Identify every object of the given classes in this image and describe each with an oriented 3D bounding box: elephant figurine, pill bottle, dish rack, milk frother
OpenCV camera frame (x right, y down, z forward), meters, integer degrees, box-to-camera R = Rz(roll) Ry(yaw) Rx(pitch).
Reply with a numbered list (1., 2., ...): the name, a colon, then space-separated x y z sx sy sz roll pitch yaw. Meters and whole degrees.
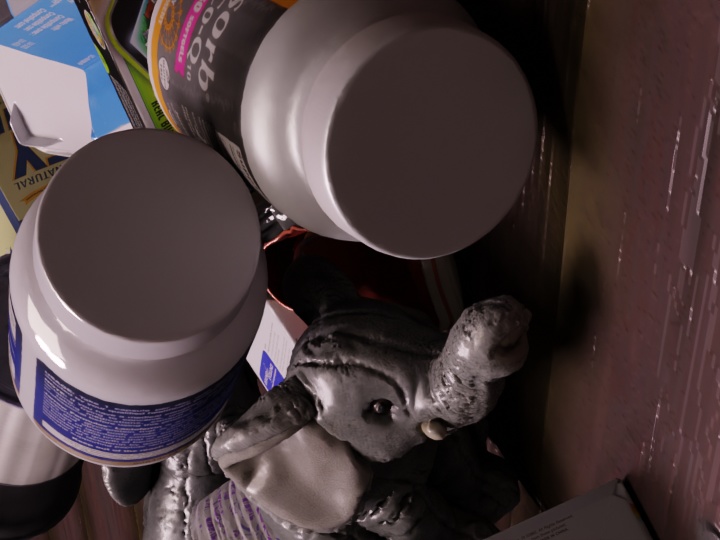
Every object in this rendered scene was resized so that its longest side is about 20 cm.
1. elephant figurine: 0.001 0.059 0.953 0.201 0.154 0.142 71 177 -50
2. pill bottle: -0.010 -0.079 0.881 0.200 0.116 0.117 36 143 61
3. dish rack: -0.171 -0.132 1.267 0.199 0.044 0.173 9 131 38
4. milk frother: -0.233 0.127 1.316 0.201 0.179 0.189 63 151 24
5. elephant figurine: -0.100 0.116 1.316 0.155 0.141 0.201 -126 20 -46
6. pill bottle: -0.103 0.014 0.932 0.116 0.115 0.200 65 164 12

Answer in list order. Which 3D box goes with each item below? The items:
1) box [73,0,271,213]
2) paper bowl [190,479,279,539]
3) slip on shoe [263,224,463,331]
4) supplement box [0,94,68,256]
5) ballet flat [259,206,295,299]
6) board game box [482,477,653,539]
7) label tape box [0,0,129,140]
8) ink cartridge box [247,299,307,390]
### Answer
1. box: -0.073 -0.122 0.977 0.035 0.110 0.201 41 158 54
2. paper bowl: -0.030 0.210 1.175 0.201 0.104 0.201 54 -174 -9
3. slip on shoe: 0.000 0.000 1.036 0.200 0.061 0.075 6 114 69
4. supplement box: -0.196 -0.037 1.469 0.200 0.133 0.201 54 158 38
5. ballet flat: -0.054 -0.015 1.188 0.201 0.056 0.067 96 150 -56
6. board game box: 0.076 0.191 0.948 0.104 0.104 0.200 62 162 18
7. label tape box: -0.158 -0.176 1.078 0.143 0.066 0.202 -15 87 58
8. ink cartridge box: -0.010 0.085 1.151 0.201 0.037 0.095 54 159 19
